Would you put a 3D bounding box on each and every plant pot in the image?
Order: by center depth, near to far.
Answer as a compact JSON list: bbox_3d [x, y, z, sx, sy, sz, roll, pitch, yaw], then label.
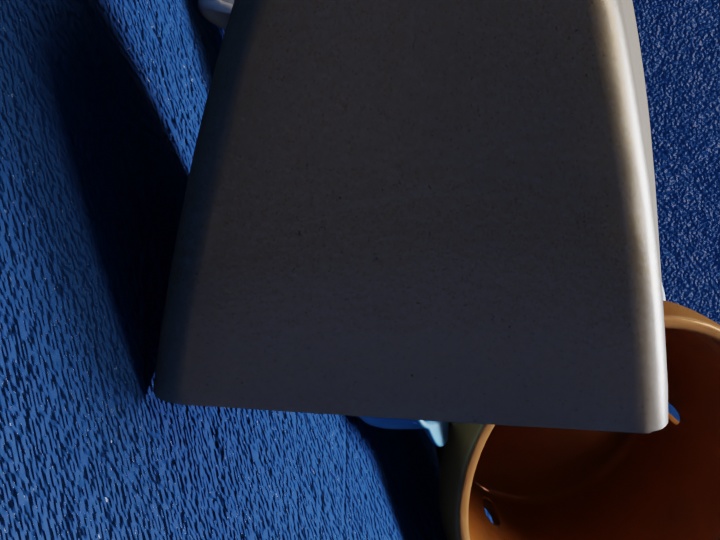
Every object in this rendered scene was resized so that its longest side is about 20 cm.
[{"bbox_3d":[0.030,-0.060,1.080,0.200,0.199,0.177,-77,170,-68],"label":"plant pot"},{"bbox_3d":[0.125,0.094,1.486,0.200,0.200,0.140,68,-8,-26],"label":"plant pot"}]

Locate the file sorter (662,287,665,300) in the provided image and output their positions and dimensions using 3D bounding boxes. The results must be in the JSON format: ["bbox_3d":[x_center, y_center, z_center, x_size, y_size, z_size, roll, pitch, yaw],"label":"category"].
[{"bbox_3d":[0.127,-0.030,1.845,0.200,0.124,0.139,47,29,-67],"label":"file sorter"}]

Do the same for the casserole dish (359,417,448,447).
[{"bbox_3d":[0.000,0.000,1.401,0.121,0.039,0.200,-7,81,-79],"label":"casserole dish"}]

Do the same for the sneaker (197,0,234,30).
[{"bbox_3d":[-0.014,-0.069,1.311,0.200,0.087,0.075,58,-23,-2],"label":"sneaker"}]
